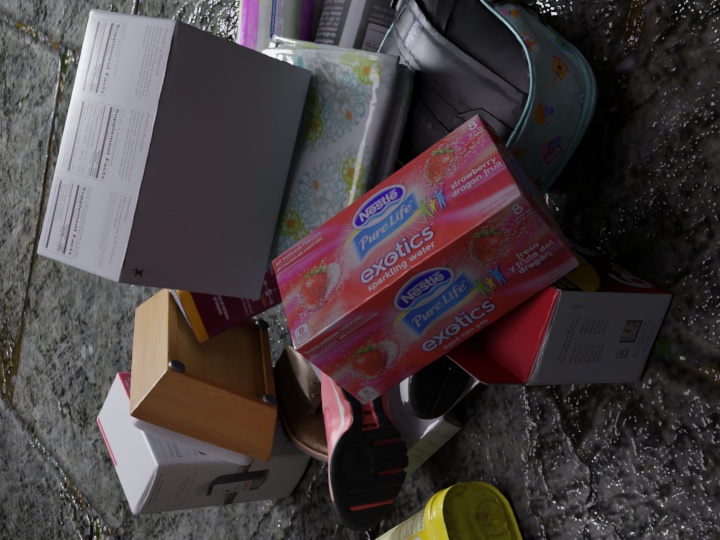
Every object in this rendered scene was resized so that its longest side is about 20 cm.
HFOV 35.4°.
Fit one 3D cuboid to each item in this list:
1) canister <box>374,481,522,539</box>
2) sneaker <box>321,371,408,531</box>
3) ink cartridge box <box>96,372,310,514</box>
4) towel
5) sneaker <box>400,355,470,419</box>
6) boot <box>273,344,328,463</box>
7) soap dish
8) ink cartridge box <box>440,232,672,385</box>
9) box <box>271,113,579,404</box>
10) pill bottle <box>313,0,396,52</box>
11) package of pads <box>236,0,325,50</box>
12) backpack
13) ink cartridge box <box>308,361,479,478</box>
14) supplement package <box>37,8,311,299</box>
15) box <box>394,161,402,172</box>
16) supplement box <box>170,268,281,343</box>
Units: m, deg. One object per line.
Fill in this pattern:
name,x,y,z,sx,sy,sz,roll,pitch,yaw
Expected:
canister,0.065,0.301,1.053,0.200,0.086,0.149,-43,55,45
sneaker,0.000,0.144,1.076,0.087,0.073,0.201,135,133,-78
ink cartridge box,-0.176,0.189,1.283,0.146,0.199,0.085,56,129,38
towel,-0.046,-0.096,0.967,0.171,0.048,0.201,17,95,42
sneaker,0.055,0.042,1.082,0.115,0.075,0.201,-6,69,53
boot,-0.045,0.146,1.224,0.200,0.073,0.076,39,112,50
soap dish,-0.167,0.108,1.225,0.081,0.157,0.200,-58,22,22
ink cartridge box,0.116,0.012,0.924,0.200,0.175,0.084,37,117,47
box,0.044,-0.007,0.842,0.200,0.095,0.103,-34,43,15
pill bottle,0.013,-0.224,1.102,0.114,0.114,0.201,19,94,52
package of pads,-0.065,-0.248,1.170,0.068,0.200,0.155,5,92,16
backpack,0.105,-0.146,0.963,0.176,0.153,0.200,-57,40,25
ink cartridge box,0.042,0.083,1.132,0.174,0.044,0.200,-44,51,12
supplement package,-0.148,-0.090,0.920,0.111,0.155,0.201,17,94,39
box,-0.061,-0.106,1.115,0.199,0.163,0.021,3,96,23
supplement box,-0.112,-0.025,1.206,0.110,0.199,0.086,54,165,41
